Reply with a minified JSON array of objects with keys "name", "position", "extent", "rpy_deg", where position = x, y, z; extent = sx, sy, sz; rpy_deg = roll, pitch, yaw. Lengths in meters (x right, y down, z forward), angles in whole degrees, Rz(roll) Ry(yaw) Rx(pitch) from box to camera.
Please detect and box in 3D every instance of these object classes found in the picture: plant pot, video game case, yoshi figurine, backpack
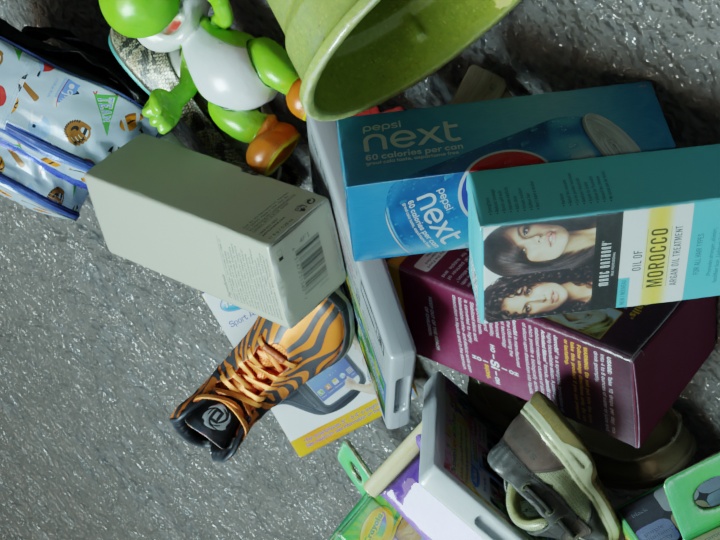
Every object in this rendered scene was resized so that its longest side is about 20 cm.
[{"name":"plant pot","position":[-0.003,-0.221,0.855],"extent":[0.185,0.200,0.201],"rpy_deg":[53,149,10]},{"name":"video game case","position":[0.000,0.000,1.084],"extent":[0.182,0.022,0.201],"rpy_deg":[90,163,-69]},{"name":"yoshi figurine","position":[-0.121,-0.165,1.081],"extent":[0.200,0.112,0.112],"rpy_deg":[42,157,5]},{"name":"backpack","position":[-0.259,-0.126,1.218],"extent":[0.189,0.155,0.200],"rpy_deg":[19,-176,10]},{"name":"video game case","position":[0.118,0.171,1.105],"extent":[0.182,0.200,0.024],"rpy_deg":[41,104,-7]}]

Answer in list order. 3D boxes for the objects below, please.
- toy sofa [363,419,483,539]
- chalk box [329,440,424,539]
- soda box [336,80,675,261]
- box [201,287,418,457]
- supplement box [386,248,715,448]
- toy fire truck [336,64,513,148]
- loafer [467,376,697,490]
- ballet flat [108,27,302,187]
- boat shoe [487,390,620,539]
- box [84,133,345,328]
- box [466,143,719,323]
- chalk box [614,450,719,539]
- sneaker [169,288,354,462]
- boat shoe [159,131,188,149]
[{"name":"toy sofa","position":[0.100,0.211,1.157],"extent":[0.200,0.098,0.083],"rpy_deg":[45,104,8]},{"name":"chalk box","position":[0.049,0.231,1.282],"extent":[0.200,0.124,0.125],"rpy_deg":[40,161,8]},{"name":"soda box","position":[0.088,-0.062,0.905],"extent":[0.198,0.068,0.064],"rpy_deg":[-7,134,0]},{"name":"box","position":[-0.047,0.049,1.243],"extent":[0.201,0.119,0.042],"rpy_deg":[60,-175,-23]},{"name":"supplement box","position":[0.132,0.025,1.014],"extent":[0.199,0.110,0.086],"rpy_deg":[22,140,34]},{"name":"toy fire truck","position":[0.055,-0.093,0.983],"extent":[0.049,0.140,0.201],"rpy_deg":[72,179,-80]},{"name":"loafer","position":[0.157,0.101,1.100],"extent":[0.199,0.076,0.068],"rpy_deg":[18,144,37]},{"name":"ballet flat","position":[-0.114,-0.134,1.180],"extent":[0.075,0.068,0.200],"rpy_deg":[-25,113,34]},{"name":"boat shoe","position":[0.128,0.149,1.006],"extent":[0.072,0.066,0.201],"rpy_deg":[56,178,33]},{"name":"box","position":[-0.110,-0.033,1.095],"extent":[0.199,0.068,0.083],"rpy_deg":[22,139,35]},{"name":"box","position":[0.164,-0.024,0.869],"extent":[0.198,0.049,0.083],"rpy_deg":[-7,134,-1]},{"name":"chalk box","position":[0.265,0.212,1.013],"extent":[0.124,0.124,0.201],"rpy_deg":[-118,4,-60]},{"name":"sneaker","position":[-0.079,0.088,1.141],"extent":[0.077,0.112,0.200],"rpy_deg":[39,137,1]},{"name":"boat shoe","position":[-0.154,-0.046,1.251],"extent":[0.070,0.071,0.201],"rpy_deg":[48,167,17]}]
